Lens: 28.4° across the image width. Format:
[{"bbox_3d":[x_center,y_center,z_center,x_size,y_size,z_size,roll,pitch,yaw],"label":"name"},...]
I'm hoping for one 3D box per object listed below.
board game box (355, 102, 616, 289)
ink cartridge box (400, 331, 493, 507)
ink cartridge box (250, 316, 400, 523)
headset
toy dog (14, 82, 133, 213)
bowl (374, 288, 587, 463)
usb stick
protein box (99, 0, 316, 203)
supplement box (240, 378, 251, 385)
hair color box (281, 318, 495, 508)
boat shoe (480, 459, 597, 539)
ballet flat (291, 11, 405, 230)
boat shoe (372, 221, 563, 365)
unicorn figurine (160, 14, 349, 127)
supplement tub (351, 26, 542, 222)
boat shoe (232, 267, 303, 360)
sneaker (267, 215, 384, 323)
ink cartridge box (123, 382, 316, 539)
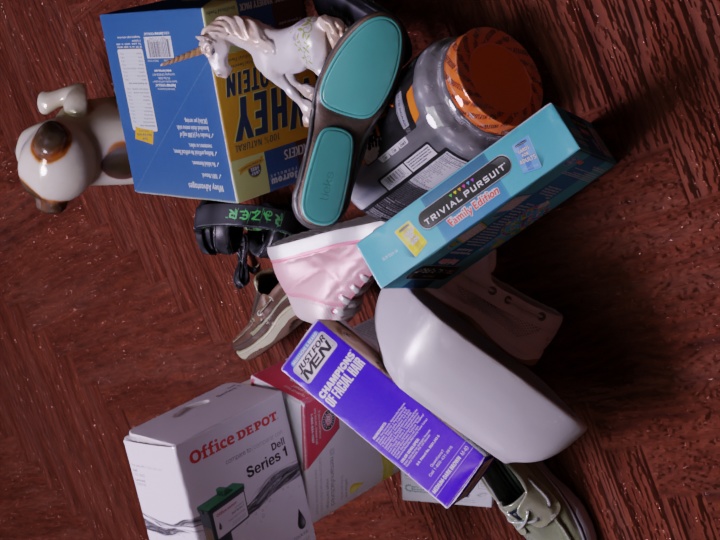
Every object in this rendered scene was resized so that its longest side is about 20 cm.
[{"bbox_3d":[0.109,-0.058,1.202,0.199,0.151,0.047,-35,77,17],"label":"board game box"},{"bbox_3d":[0.089,0.144,1.448,0.098,0.039,0.202,4,115,13],"label":"ink cartridge box"},{"bbox_3d":[-0.013,0.150,1.478,0.083,0.199,0.147,20,122,40],"label":"ink cartridge box"},{"bbox_3d":[-0.128,-0.033,1.597,0.200,0.122,0.095,149,126,-80],"label":"headset"},{"bbox_3d":[-0.320,-0.140,1.705,0.194,0.199,0.140,45,137,27],"label":"toy dog"},{"bbox_3d":[0.094,0.095,1.284,0.199,0.075,0.200,35,-175,-14],"label":"bowl"},{"bbox_3d":[-0.002,-0.241,1.354,0.200,0.032,0.056,48,160,58],"label":"usb stick"},{"bbox_3d":[-0.158,-0.192,1.538,0.197,0.134,0.202,8,113,48],"label":"protein box"},{"bbox_3d":[-0.100,0.182,1.596,0.125,0.199,0.074,26,126,41],"label":"supplement box"},{"bbox_3d":[0.031,0.129,1.320,0.199,0.109,0.065,37,96,13],"label":"hair color box"},{"bbox_3d":[0.159,0.222,1.393,0.072,0.062,0.201,-33,92,41],"label":"boat shoe"},{"bbox_3d":[-0.019,-0.136,1.273,0.068,0.067,0.202,-130,62,-77],"label":"ballet flat"},{"bbox_3d":[0.103,0.004,1.339,0.199,0.071,0.070,36,102,-8],"label":"boat shoe"},{"bbox_3d":[-0.071,-0.203,1.382,0.199,0.074,0.138,-19,122,36],"label":"unicorn figurine"},{"bbox_3d":[0.071,-0.133,1.304,0.200,0.122,0.123,-35,80,51],"label":"supplement tub"},{"bbox_3d":[-0.090,0.030,1.612,0.075,0.075,0.202,50,130,-3],"label":"boat shoe"},{"bbox_3d":[0.000,0.000,1.468,0.199,0.075,0.106,-13,97,33],"label":"sneaker"},{"bbox_3d":[-0.130,0.228,1.375,0.084,0.145,0.202,1,110,45],"label":"ink cartridge box"}]
